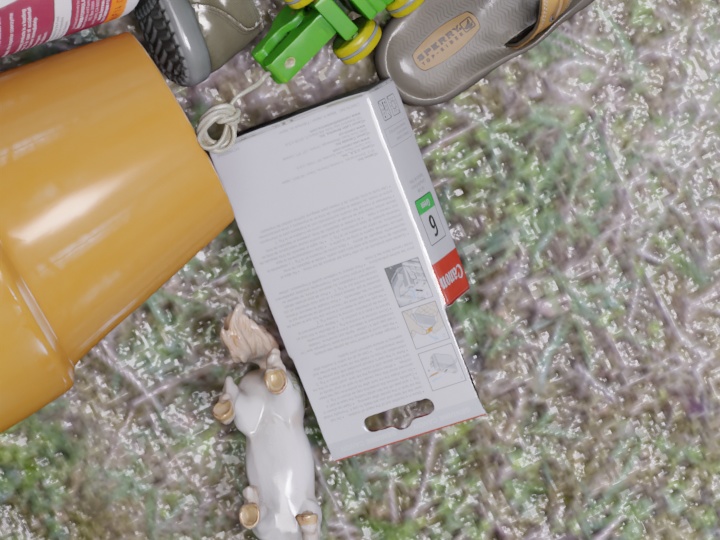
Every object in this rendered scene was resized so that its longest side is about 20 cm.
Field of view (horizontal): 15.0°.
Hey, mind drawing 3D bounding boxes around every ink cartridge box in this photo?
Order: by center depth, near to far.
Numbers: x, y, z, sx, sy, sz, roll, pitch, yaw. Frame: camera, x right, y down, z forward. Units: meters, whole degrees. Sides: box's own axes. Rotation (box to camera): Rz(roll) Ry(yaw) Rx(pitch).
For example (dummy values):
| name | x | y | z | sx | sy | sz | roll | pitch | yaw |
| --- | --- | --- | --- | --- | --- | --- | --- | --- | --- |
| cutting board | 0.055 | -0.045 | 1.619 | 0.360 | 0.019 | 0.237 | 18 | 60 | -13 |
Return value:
| name | x | y | z | sx | sy | sz | roll | pitch | yaw |
| --- | --- | --- | --- | --- | --- | --- | --- | --- | --- |
| ink cartridge box | 0.000 | 0.000 | 1.601 | 0.108 | 0.050 | 0.201 | -18 | 98 | 23 |

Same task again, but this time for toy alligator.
| name | x | y | z | sx | sy | sz | roll | pitch | yaw |
| --- | --- | --- | --- | --- | --- | --- | --- | --- | --- |
| toy alligator | -0.025 | -0.148 | 1.582 | 0.200 | 0.054 | 0.059 | -43 | 115 | 4 |

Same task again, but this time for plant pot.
| name | x | y | z | sx | sy | sz | roll | pitch | yaw |
| --- | --- | --- | --- | --- | --- | --- | --- | --- | --- |
| plant pot | -0.180 | -0.038 | 1.563 | 0.183 | 0.200 | 0.201 | -30 | 95 | -6 |

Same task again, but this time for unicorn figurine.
| name | x | y | z | sx | sy | sz | roll | pitch | yaw |
| --- | --- | --- | --- | --- | --- | --- | --- | --- | --- |
| unicorn figurine | -0.053 | 0.127 | 1.610 | 0.073 | 0.137 | 0.201 | 7 | 83 | 3 |

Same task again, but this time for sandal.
| name | x | y | z | sx | sy | sz | roll | pitch | yaw |
| --- | --- | --- | --- | --- | --- | --- | --- | --- | --- |
| sandal | 0.086 | -0.169 | 1.571 | 0.200 | 0.055 | 0.082 | -38 | 93 | 11 |

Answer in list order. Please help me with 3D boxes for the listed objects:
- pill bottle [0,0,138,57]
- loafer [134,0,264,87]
| name | x | y | z | sx | sy | sz | roll | pitch | yaw |
| --- | --- | --- | --- | --- | --- | --- | --- | --- | --- |
| pill bottle | -0.231 | -0.168 | 1.537 | 0.199 | 0.109 | 0.110 | -21 | 98 | -23 |
| loafer | -0.112 | -0.209 | 1.587 | 0.069 | 0.075 | 0.201 | -21 | 96 | -23 |
